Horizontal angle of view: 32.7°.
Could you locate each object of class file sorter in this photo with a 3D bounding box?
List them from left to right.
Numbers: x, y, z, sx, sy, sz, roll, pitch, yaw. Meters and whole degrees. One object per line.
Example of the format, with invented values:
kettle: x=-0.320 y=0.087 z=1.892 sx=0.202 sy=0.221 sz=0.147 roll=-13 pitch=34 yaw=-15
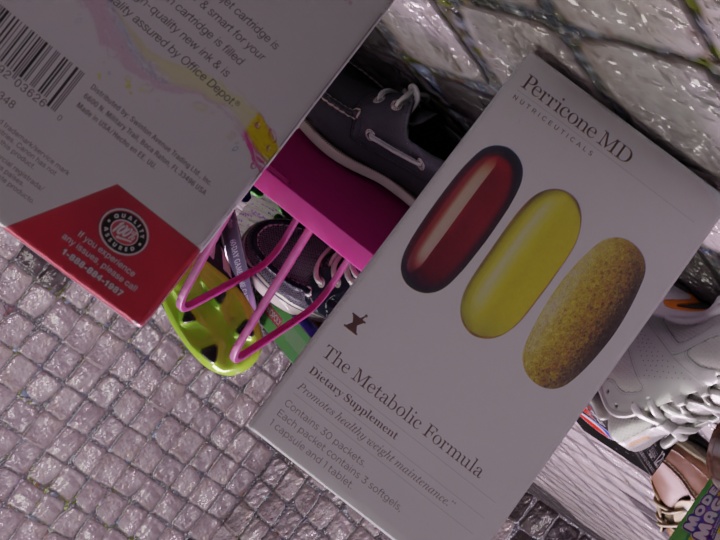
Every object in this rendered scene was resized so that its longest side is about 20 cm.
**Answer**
file sorter: x=0.012 y=0.024 z=0.726 sx=0.199 sy=0.126 sz=0.139 roll=38 pitch=-152 yaw=11

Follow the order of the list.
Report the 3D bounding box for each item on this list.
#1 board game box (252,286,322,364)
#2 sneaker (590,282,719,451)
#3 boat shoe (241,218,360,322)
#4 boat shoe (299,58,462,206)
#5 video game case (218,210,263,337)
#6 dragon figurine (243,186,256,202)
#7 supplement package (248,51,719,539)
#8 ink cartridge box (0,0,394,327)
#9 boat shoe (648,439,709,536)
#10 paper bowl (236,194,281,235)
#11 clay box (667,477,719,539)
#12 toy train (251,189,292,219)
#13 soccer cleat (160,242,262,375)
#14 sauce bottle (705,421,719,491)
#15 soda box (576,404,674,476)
board game box: x=-0.012 y=0.049 z=0.954 sx=0.134 sy=0.029 sz=0.200 roll=16 pitch=-165 yaw=-32
sneaker: x=0.176 y=0.061 z=0.638 sx=0.076 sy=0.092 sz=0.200 roll=38 pitch=173 yaw=-13
boat shoe: x=0.000 y=0.000 z=0.858 sx=0.199 sy=0.075 sz=0.093 roll=26 pitch=152 yaw=15
boat shoe: x=0.033 y=-0.079 z=0.697 sx=0.200 sy=0.072 sz=0.063 roll=42 pitch=132 yaw=15
video game case: x=-0.121 y=-0.048 z=0.902 sx=0.143 sy=0.019 sz=0.201 roll=54 pitch=161 yaw=33
dragon figurine: x=-0.109 y=-0.141 z=0.883 sx=0.099 sy=0.059 sz=0.201 roll=33 pitch=152 yaw=36
supplement package: x=0.055 y=0.023 z=0.560 sx=0.113 sy=0.201 sz=0.110 roll=36 pitch=174 yaw=4
ink cartridge box: x=-0.101 y=-0.100 z=0.556 sx=0.147 sy=0.201 sz=0.086 roll=40 pitch=173 yaw=-23
boat shoe: x=0.292 y=0.203 z=1.055 sx=0.200 sy=0.074 sz=0.076 roll=41 pitch=172 yaw=-22
paper bowl: x=-0.024 y=-0.010 z=1.168 sx=0.200 sy=0.105 sz=0.201 roll=37 pitch=173 yaw=5
clay box: x=0.248 y=0.213 z=0.817 sx=0.115 sy=0.201 sz=0.048 roll=41 pitch=172 yaw=-28
toy train: x=-0.079 y=-0.091 z=1.029 sx=0.201 sy=0.042 sz=0.056 roll=54 pitch=-156 yaw=-8
soccer cleat: x=-0.127 y=-0.021 z=0.820 sx=0.201 sy=0.067 sz=0.081 roll=63 pitch=174 yaw=-1
sauce bottle: x=0.274 y=0.126 z=0.680 sx=0.065 sy=0.065 sz=0.200 roll=40 pitch=173 yaw=-21
soda box: x=0.173 y=0.071 z=0.849 sx=0.071 sy=0.063 sz=0.200 roll=34 pitch=171 yaw=35
